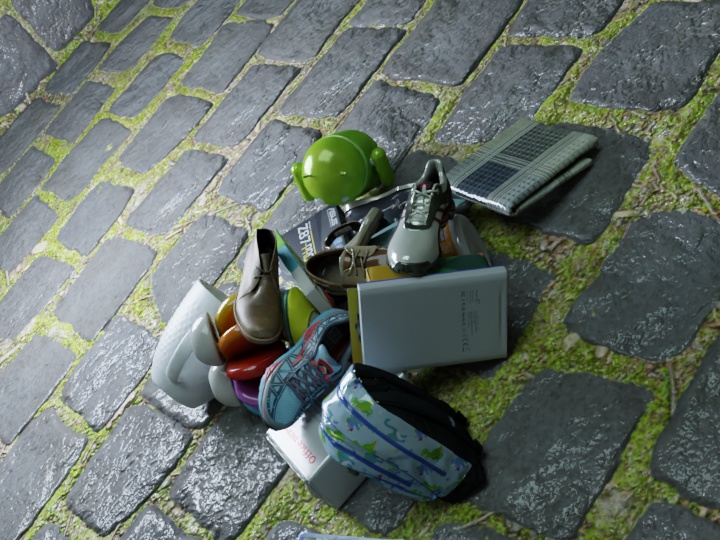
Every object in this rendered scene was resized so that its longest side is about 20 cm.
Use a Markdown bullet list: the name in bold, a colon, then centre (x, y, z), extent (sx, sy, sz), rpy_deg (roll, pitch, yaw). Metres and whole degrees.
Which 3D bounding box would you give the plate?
- **plate**: centre (0.073, -0.069, 1.699), extent (0.198, 0.026, 0.200), rpy_deg (-29, 4, 2)

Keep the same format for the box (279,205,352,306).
- **box**: centre (-0.081, -0.005, 1.855), extent (0.159, 0.049, 0.202), rpy_deg (-30, 39, 13)

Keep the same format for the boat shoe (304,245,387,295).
- **boat shoe**: centre (0.000, 0.000, 1.563), extent (0.197, 0.071, 0.077), rpy_deg (-9, 69, 41)

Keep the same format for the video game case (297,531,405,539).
- **video game case**: centre (-0.033, 0.433, 1.373), extent (0.179, 0.046, 0.202), rpy_deg (-6, 50, 39)

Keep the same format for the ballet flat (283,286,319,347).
- **ballet flat**: centre (-0.066, 0.120, 1.617), extent (0.066, 0.204, 0.067), rpy_deg (1, 18, 21)

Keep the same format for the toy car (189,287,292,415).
- **toy car**: centre (-0.153, 0.137, 1.657), extent (0.172, 0.202, 0.151), rpy_deg (-20, 38, -3)

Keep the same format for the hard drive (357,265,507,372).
- **hard drive**: centre (0.098, 0.067, 1.465), extent (0.196, 0.134, 0.025), rpy_deg (-7, 28, -5)

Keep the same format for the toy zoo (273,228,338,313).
- **toy zoo**: centre (-0.070, 0.031, 1.676), extent (0.020, 0.132, 0.201), rpy_deg (-38, 43, 1)

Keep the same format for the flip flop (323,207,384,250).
- **flip flop**: centre (-0.024, -0.042, 1.679), extent (0.082, 0.057, 0.200), rpy_deg (-65, 7, -31)

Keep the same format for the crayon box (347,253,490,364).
- **crayon box**: centre (0.079, 0.053, 1.501), extent (0.196, 0.129, 0.051), rpy_deg (-7, 30, -5)

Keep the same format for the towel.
- **towel**: centre (0.244, -0.159, 1.684), extent (0.199, 0.035, 0.192), rpy_deg (-37, 31, -17)

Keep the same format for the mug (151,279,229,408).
- **mug**: centre (-0.262, 0.128, 1.784), extent (0.177, 0.147, 0.200), rpy_deg (-54, -6, 0)

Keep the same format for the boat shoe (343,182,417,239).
- **boat shoe**: centre (0.060, -0.097, 1.813), extent (0.197, 0.072, 0.064), rpy_deg (-14, 74, 33)

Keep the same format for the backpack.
- **backpack**: centre (0.042, 0.203, 1.399), extent (0.153, 0.200, 0.164), rpy_deg (-38, 37, 8)

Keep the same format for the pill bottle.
- **pill bottle**: centre (0.088, 0.010, 1.618), extent (0.198, 0.117, 0.118), rpy_deg (-28, 38, 20)

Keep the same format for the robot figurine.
- **robot figurine**: centre (-0.030, -0.176, 1.870), extent (0.172, 0.118, 0.200), rpy_deg (-6, 10, 19)

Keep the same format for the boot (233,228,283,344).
- **boot**: centre (-0.145, 0.019, 1.592), extent (0.072, 0.076, 0.202), rpy_deg (4, 43, -10)

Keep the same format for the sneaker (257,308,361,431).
- **sneaker**: centre (-0.069, 0.132, 1.515), extent (0.201, 0.079, 0.095), rpy_deg (-55, 15, -17)

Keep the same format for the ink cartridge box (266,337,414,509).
- **ink cartridge box**: centre (-0.020, 0.211, 1.550), extent (0.200, 0.085, 0.145), rpy_deg (-46, 36, -6)

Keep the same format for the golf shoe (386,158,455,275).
- **golf shoe**: centre (0.079, -0.071, 1.497), extent (0.076, 0.089, 0.201), rpy_deg (4, 37, 14)
